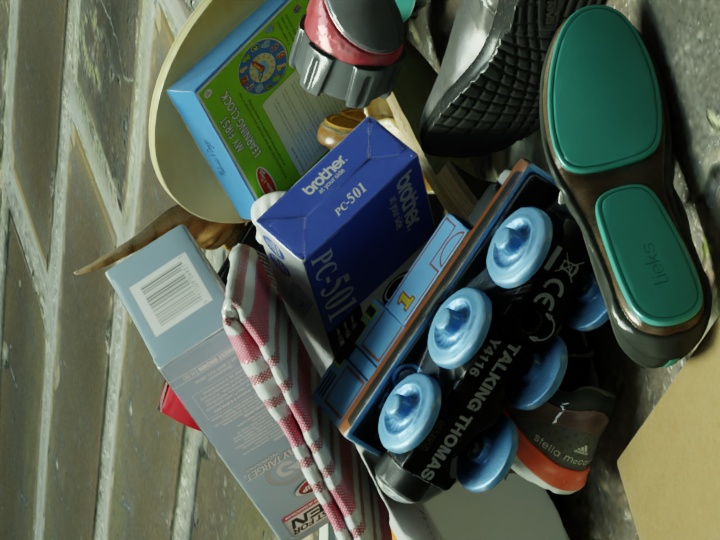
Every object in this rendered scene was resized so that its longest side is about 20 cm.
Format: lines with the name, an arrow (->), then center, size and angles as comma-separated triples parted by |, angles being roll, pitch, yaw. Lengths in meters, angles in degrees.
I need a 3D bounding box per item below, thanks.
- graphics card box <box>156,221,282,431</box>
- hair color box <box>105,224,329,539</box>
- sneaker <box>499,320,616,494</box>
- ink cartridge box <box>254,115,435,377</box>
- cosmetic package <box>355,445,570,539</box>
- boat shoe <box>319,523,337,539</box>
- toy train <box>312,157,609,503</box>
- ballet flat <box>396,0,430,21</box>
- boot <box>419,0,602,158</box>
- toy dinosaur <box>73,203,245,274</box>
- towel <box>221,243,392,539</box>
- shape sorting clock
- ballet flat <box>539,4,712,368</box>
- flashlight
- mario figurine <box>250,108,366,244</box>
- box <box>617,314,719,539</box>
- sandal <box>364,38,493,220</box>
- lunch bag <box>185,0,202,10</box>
graphics card box -> -0.067, 0.004, 1.815 | 0.200, 0.051, 0.126 | -62, -2, -28
hair color box -> -0.078, 0.075, 1.644 | 0.099, 0.060, 0.200 | 57, 179, 45
sneaker -> 0.100, 0.040, 1.511 | 0.082, 0.077, 0.200 | -56, 37, 23
ink cartridge box -> 0.000, 0.000, 1.569 | 0.044, 0.094, 0.200 | 40, 164, 25
cosmetic package -> 0.052, 0.134, 1.596 | 0.102, 0.071, 0.200 | 63, 169, -19
boat shoe -> 0.004, 0.186, 1.836 | 0.060, 0.076, 0.201 | 20, 111, 28
toy train -> 0.061, 0.030, 1.438 | 0.200, 0.087, 0.114 | -57, 32, 7
ballet flat -> 0.033, -0.230, 1.598 | 0.200, 0.071, 0.072 | 116, 143, -56
boot -> 0.078, -0.164, 1.493 | 0.200, 0.069, 0.132 | 124, 140, -48
toy dinosaur -> -0.104, -0.039, 1.751 | 0.200, 0.060, 0.107 | -1, -68, -68
towel -> -0.033, 0.088, 1.502 | 0.201, 0.030, 0.146 | 63, -176, -11
shape sorting clock -> -0.054, -0.120, 1.689 | 0.039, 0.200, 0.201 | 33, 132, 36
ballet flat -> 0.131, -0.038, 1.352 | 0.068, 0.068, 0.201 | 88, 174, -61
flashlight -> 0.015, -0.191, 1.518 | 0.068, 0.067, 0.201 | -113, 35, -45
mario figurine -> -0.003, 0.006, 1.699 | 0.123, 0.106, 0.201 | 30, 119, 40
box -> 0.188, 0.122, 1.311 | 0.200, 0.021, 0.164 | 114, 145, -58
sandal -> 0.030, -0.065, 1.608 | 0.070, 0.077, 0.212 | -48, 44, 19
lunch bag -> -0.067, -0.276, 1.757 | 0.200, 0.139, 0.168 | -122, 30, -51
